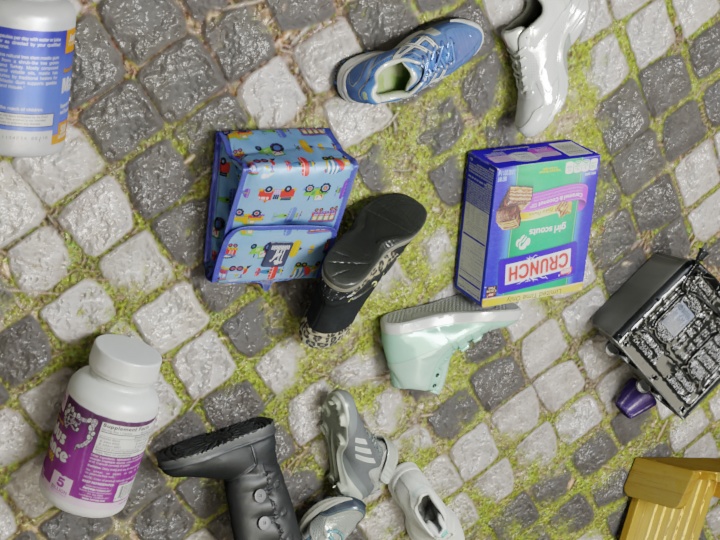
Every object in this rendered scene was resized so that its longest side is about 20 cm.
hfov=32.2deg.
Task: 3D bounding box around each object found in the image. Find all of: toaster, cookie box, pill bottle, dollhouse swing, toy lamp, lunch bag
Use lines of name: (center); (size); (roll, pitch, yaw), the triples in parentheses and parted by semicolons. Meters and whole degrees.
toaster: (0.464, 0.084, 1.830); (0.200, 0.119, 0.181); (-45, 108, -3)
cookie box: (0.225, -0.064, 1.683); (0.170, 0.075, 0.201); (-9, 118, -26)
pill bottle: (-0.306, 0.183, 1.487); (0.112, 0.112, 0.201); (11, 106, -32)
dollhouse swing: (0.546, 0.399, 2.032); (0.199, 0.181, 0.177); (7, 89, -31)
pill bottle: (-0.348, -0.226, 1.270); (0.112, 0.112, 0.201); (-1, 113, -28)
toy lamp: (0.477, 0.150, 1.936); (0.200, 0.058, 0.058); (-44, 126, -7)
lunch bag: (-0.106, -0.064, 1.509); (0.150, 0.094, 0.201); (-5, 127, -28)

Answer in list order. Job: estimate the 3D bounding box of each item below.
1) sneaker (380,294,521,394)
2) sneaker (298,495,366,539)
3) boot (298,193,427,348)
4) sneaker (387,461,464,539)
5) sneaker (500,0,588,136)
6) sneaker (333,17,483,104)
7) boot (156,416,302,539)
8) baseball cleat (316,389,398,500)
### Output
sneaker: (0.125, 0.103, 1.707); (0.199, 0.074, 0.119); (-10, 111, -14)
sneaker: (-0.063, 0.391, 1.711); (0.200, 0.086, 0.078); (-42, 128, 13)
boot: (-0.002, 0.000, 1.592); (0.204, 0.073, 0.154); (-45, 166, -43)
sneaker: (0.107, 0.369, 1.817); (0.075, 0.088, 0.200); (-39, 126, -8)
sneaker: (0.216, -0.273, 1.589); (0.099, 0.078, 0.201); (8, 100, -24)
sneaker: (0.070, -0.245, 1.511); (0.199, 0.077, 0.076); (-28, 122, -16)
boot: (-0.166, 0.310, 1.622); (0.164, 0.066, 0.201); (-15, 104, -23)
baseball cleat: (-0.001, 0.232, 1.714); (0.106, 0.070, 0.201); (-20, 131, -26)
